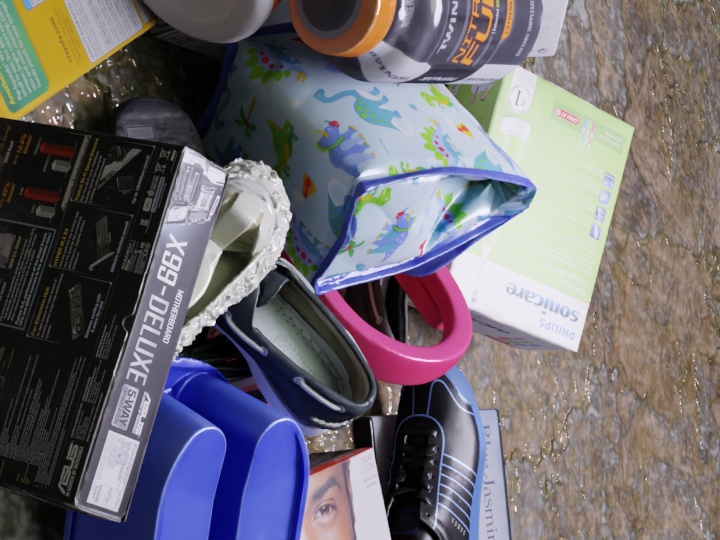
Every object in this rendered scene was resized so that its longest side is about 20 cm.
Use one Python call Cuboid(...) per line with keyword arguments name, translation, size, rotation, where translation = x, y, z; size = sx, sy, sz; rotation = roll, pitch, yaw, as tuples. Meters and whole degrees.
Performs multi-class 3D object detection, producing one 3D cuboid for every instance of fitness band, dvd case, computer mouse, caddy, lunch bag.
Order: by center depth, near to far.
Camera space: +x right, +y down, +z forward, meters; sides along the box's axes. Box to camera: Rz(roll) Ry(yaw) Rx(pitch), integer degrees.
Cuboid(name="caddy", translation=(-0.116, 0.157, 1.106), size=(0.141, 0.104, 0.202), rotation=(0, 103, -47))
Cuboid(name="computer mouse", translation=(-0.151, -0.010, 1.158), size=(0.140, 0.046, 0.202), rotation=(-13, 81, -37))
Cuboid(name="lunch bag", translation=(0.009, -0.089, 1.262), size=(0.199, 0.128, 0.170), rotation=(-16, 56, -40))
Cuboid(name="fitness band", translation=(0.000, 0.000, 1.290), size=(0.143, 0.038, 0.200), rotation=(-7, 52, -49))
Cuboid(name="dvd case", translation=(0.065, 0.188, 1.448), size=(0.199, 0.017, 0.144), rotation=(3, 79, -55))

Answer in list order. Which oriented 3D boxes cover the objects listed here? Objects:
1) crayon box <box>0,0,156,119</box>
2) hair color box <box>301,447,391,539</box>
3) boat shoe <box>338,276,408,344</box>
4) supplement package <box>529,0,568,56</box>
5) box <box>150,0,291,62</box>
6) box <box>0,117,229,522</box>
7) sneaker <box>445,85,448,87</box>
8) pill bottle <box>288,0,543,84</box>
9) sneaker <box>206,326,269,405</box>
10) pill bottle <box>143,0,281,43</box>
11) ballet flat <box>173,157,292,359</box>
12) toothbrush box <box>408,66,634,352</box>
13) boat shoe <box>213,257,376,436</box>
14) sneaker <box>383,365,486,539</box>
Cuboid(name="crayon box", translation=(-0.220, -0.168, 1.090), size=(0.200, 0.051, 0.127), rotation=(-47, 121, -50))
Cuboid(name="hair color box", translation=(-0.023, 0.239, 1.270), size=(0.111, 0.064, 0.202), rotation=(-16, 95, -55))
Cuboid(name="boat shoe", translation=(0.021, -0.018, 1.400), size=(0.067, 0.057, 0.202), rotation=(35, 55, -46))
Cuboid(name="supplement package", translation=(0.084, -0.278, 1.379), size=(0.200, 0.150, 0.152), rotation=(94, -7, -68))
Cuboid(name="box", translation=(-0.069, -0.209, 1.311), size=(0.199, 0.060, 0.118), rotation=(15, 69, -53))
Cuboid(name="box", translation=(-0.174, 0.022, 0.976), size=(0.050, 0.157, 0.202), rotation=(32, 71, -58))
Cuboid(name="sneaker", translation=(0.103, -0.093, 1.542), size=(0.079, 0.075, 0.202), rotation=(-23, 97, -39))
Cuboid(name="pill bottle", translation=(0.034, -0.179, 1.194), size=(0.199, 0.106, 0.107), rotation=(-9, 90, -57))
Cuboid(name="sneaker", translation=(-0.085, 0.061, 1.237), size=(0.199, 0.074, 0.087), rotation=(-21, 69, -48))
Cuboid(name="pill bottle", translation=(-0.066, -0.252, 1.180), size=(0.110, 0.109, 0.201), rotation=(58, 46, -29))
Cuboid(name="ballet flat", translation=(-0.091, -0.007, 1.063), size=(0.200, 0.071, 0.072), rotation=(-55, 126, -39))
Cuboid(name="toothbrush box", translation=(0.126, -0.050, 1.462), size=(0.145, 0.086, 0.202), rotation=(21, 78, -31))
Cuboid(name="boat shoe", translation=(-0.064, 0.018, 1.141), size=(0.200, 0.060, 0.076), rotation=(47, 52, -13))
Cuboid(name="sneaker", translation=(0.052, 0.167, 1.359), size=(0.078, 0.070, 0.202), rotation=(7, 77, -61))
